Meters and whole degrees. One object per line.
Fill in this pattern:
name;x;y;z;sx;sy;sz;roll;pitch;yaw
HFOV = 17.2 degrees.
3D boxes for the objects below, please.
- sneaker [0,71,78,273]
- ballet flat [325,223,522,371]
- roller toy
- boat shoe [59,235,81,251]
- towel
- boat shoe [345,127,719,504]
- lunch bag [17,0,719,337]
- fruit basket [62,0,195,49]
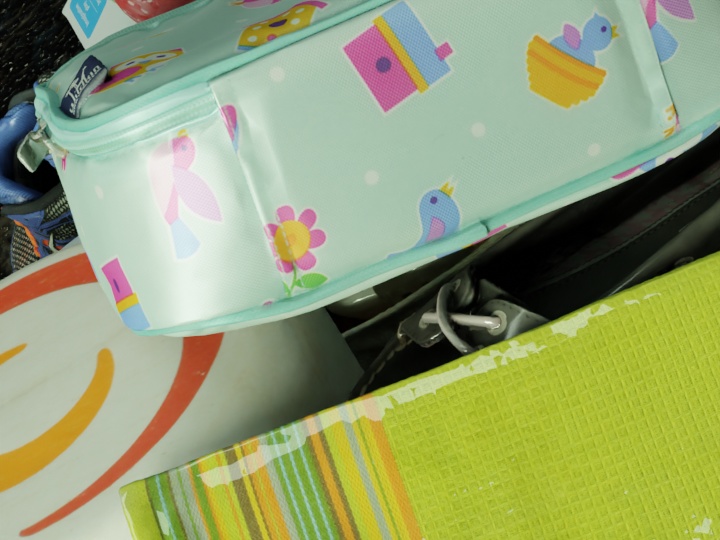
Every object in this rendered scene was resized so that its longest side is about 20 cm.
sneaker;-0.108;-0.039;0.905;0.200;0.078;0.076;136;133;-62
ballet flat;0.000;0.000;0.834;0.199;0.062;0.068;-26;39;24
roller toy;-0.071;0.092;0.738;0.182;0.140;0.200;4;45;43
boat shoe;-0.128;0.063;0.877;0.203;0.074;0.086;-63;26;6
towel;0.040;0.059;0.612;0.199;0.018;0.086;-22;74;1
boat shoe;0.063;-0.002;0.667;0.200;0.057;0.067;-34;35;-14
lunch bag;0.002;-0.055;0.674;0.199;0.077;0.160;-22;16;-7
fruit basket;-0.069;-0.157;1.010;0.200;0.093;0.185;-58;38;19
